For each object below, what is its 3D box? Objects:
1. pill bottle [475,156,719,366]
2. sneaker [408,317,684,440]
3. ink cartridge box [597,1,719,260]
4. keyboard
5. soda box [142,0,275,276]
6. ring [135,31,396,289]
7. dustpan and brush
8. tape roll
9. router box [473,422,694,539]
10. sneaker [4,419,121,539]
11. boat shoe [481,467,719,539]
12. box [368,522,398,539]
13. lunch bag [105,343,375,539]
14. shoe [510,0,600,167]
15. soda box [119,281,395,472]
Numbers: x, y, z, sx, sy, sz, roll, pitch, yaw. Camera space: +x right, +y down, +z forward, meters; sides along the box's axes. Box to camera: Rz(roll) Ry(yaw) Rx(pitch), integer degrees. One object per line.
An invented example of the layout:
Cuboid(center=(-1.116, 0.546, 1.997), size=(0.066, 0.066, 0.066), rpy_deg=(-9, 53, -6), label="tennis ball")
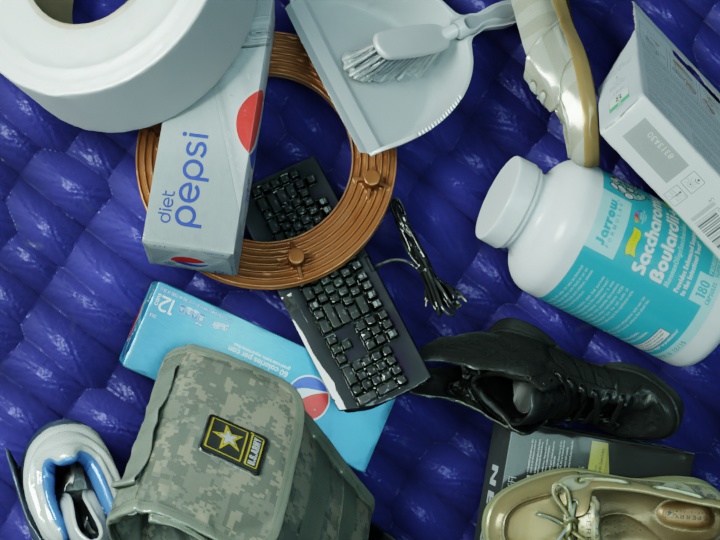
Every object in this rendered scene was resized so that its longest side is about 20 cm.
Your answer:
Cuboid(center=(0.191, -0.013, 1.109), size=(0.198, 0.111, 0.112), rpy_deg=(25, 84, -11), label="pill bottle")
Cuboid(center=(0.142, 0.095, 1.085), size=(0.198, 0.104, 0.061), rpy_deg=(24, 119, 12), label="sneaker")
Cuboid(center=(0.248, -0.106, 1.099), size=(0.161, 0.201, 0.050), rpy_deg=(43, 115, -16), label="ink cartridge box")
Cuboid(center=(0.000, 0.000, 1.071), size=(0.126, 0.021, 0.202), rpy_deg=(-23, 70, -15), label="keyboard")
Cuboid(center=(-0.106, -0.103, 1.032), size=(0.067, 0.064, 0.203), rpy_deg=(8, 76, -1), label="soda box")
Cuboid(center=(-0.070, -0.086, 1.072), size=(0.197, 0.019, 0.204), rpy_deg=(0, 75, -2), label="ring")
Cuboid(center=(0.055, -0.177, 1.103), size=(0.199, 0.057, 0.141), rpy_deg=(-20, 78, -42), label="dustpan and brush")
Cuboid(center=(-0.173, -0.203, 1.003), size=(0.199, 0.071, 0.206), rpy_deg=(-6, 72, 17), label="tape roll")
Cuboid(center=(0.168, 0.228, 1.130), size=(0.155, 0.052, 0.203), rpy_deg=(11, 87, -11), label="router box")
Cuboid(center=(-0.193, 0.205, 1.003), size=(0.079, 0.146, 0.203), rpy_deg=(-11, 90, -12), label="sneaker")
Cuboid(center=(0.190, 0.186, 1.076), size=(0.197, 0.063, 0.075), rpy_deg=(-5, 91, -11), label="boat shoe")
Cuboid(center=(-0.004, 0.302, 1.056), size=(0.106, 0.122, 0.201), rpy_deg=(39, 81, -9), label="box")
Cuboid(center=(-0.084, 0.166, 0.978), size=(0.116, 0.165, 0.201), rpy_deg=(-22, 120, 23), label="lunch bag")
Cuboid(center=(0.144, -0.168, 1.096), size=(0.053, 0.070, 0.203), rpy_deg=(-13, 70, 9), label="shoe")
Cuboid(center=(-0.077, 0.079, 1.073), size=(0.198, 0.064, 0.069), rpy_deg=(25, 85, -11), label="soda box")
